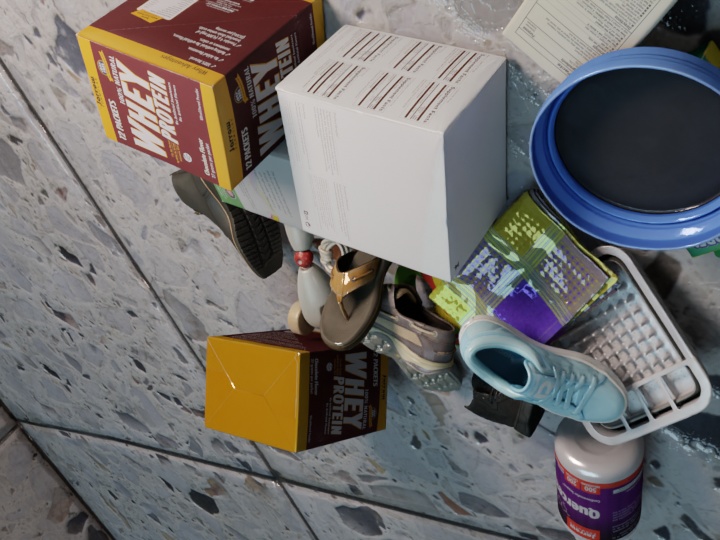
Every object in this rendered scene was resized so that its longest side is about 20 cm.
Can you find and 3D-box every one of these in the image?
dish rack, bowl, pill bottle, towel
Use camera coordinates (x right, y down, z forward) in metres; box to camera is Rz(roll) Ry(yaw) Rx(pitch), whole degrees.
[{"bbox_3d":[0.285,0.081,0.949,0.171,0.043,0.202,-39,81,47],"label":"dish rack"},{"bbox_3d":[0.248,-0.103,0.741,0.197,0.040,0.203,19,142,15],"label":"bowl"},{"bbox_3d":[0.314,0.281,1.116,0.111,0.113,0.203,15,136,31],"label":"pill bottle"},{"bbox_3d":[0.178,0.019,0.954,0.144,0.023,0.200,49,127,8],"label":"towel"}]

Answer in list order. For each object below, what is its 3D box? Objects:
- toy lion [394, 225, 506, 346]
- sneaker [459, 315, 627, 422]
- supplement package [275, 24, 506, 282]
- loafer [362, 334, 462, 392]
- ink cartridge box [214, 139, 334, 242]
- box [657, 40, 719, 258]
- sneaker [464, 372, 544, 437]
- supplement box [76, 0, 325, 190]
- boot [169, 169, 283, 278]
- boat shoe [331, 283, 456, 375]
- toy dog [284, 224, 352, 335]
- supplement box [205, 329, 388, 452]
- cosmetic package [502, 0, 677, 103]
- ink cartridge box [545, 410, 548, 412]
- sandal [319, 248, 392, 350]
[{"bbox_3d":[0.116,0.022,1.064,0.198,0.068,0.196,6,117,48],"label":"toy lion"},{"bbox_3d":[0.194,0.121,0.910,0.196,0.082,0.075,22,112,4],"label":"sneaker"},{"bbox_3d":[0.041,-0.130,0.915,0.197,0.148,0.194,20,140,27],"label":"supplement package"},{"bbox_3d":[0.072,0.103,1.200,0.199,0.071,0.069,39,134,-25],"label":"loafer"},{"bbox_3d":[-0.103,-0.135,1.075,0.197,0.088,0.146,22,152,29],"label":"ink cartridge box"},{"bbox_3d":[0.320,-0.094,0.780,0.201,0.049,0.117,49,144,-13],"label":"box"},{"bbox_3d":[0.181,0.154,1.069,0.103,0.060,0.201,31,160,22],"label":"sneaker"},{"bbox_3d":[-0.170,-0.229,0.963,0.194,0.201,0.134,23,141,23],"label":"supplement box"},{"bbox_3d":[-0.201,-0.080,1.266,0.137,0.077,0.203,-10,107,52],"label":"boot"},{"bbox_3d":[0.047,0.050,1.072,0.199,0.074,0.074,34,117,27],"label":"boat shoe"},{"bbox_3d":[-0.051,0.002,1.210,0.130,0.096,0.203,26,127,24],"label":"toy dog"},{"bbox_3d":[-0.093,0.169,1.265,0.194,0.198,0.136,5,94,40],"label":"supplement box"},{"bbox_3d":[0.214,-0.248,0.695,0.103,0.073,0.200,39,145,1],"label":"cosmetic package"},{"bbox_3d":[0.254,0.101,1.047,0.198,0.044,0.175,-4,126,45],"label":"ink cartridge box"},{"bbox_3d":[0.000,0.000,1.043,0.081,0.203,0.054,17,163,43],"label":"sandal"}]
